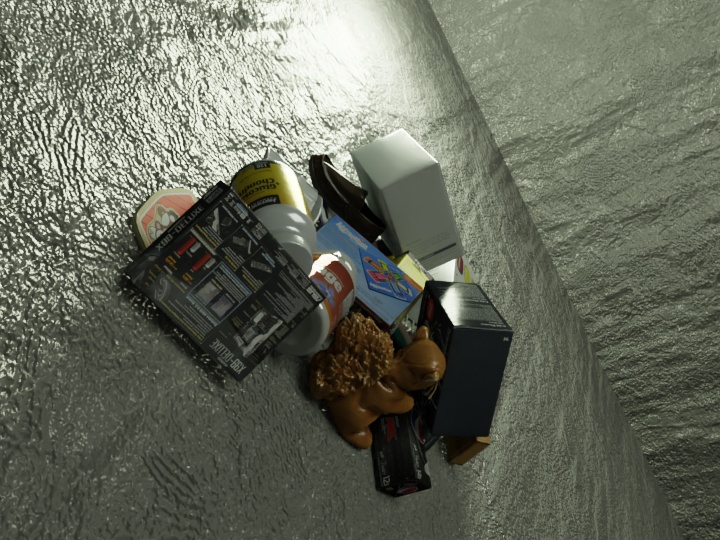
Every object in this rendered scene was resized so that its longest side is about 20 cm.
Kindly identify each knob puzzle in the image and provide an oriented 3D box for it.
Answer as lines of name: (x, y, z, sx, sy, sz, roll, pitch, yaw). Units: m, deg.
knob puzzle: (-0.218, -0.029, 1.010, 0.220, 0.030, 0.221, 46, 31, -38)

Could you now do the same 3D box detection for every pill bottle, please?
pill bottle: (-0.123, -0.064, 1.080, 0.112, 0.112, 0.201, 46, 14, -37)
pill bottle: (-0.072, 0.038, 1.154, 0.113, 0.112, 0.200, 61, 24, -10)

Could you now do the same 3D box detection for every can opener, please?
can opener: (0.134, 0.297, 1.431, 0.200, 0.078, 0.064, -35, 139, -63)

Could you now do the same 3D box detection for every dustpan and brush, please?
dustpan and brush: (-0.119, -0.094, 1.235, 0.139, 0.057, 0.201, 41, 53, -35)

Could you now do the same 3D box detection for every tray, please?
tray: (0.203, 0.273, 1.527, 0.037, 0.099, 0.201, 16, 47, -23)

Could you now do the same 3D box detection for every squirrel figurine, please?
squirrel figurine: (0.029, 0.154, 1.161, 0.200, 0.186, 0.142, 43, 32, -43)

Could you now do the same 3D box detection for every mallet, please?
mallet: (0.054, 0.020, 1.541, 0.041, 0.065, 0.202, 43, 47, -53)

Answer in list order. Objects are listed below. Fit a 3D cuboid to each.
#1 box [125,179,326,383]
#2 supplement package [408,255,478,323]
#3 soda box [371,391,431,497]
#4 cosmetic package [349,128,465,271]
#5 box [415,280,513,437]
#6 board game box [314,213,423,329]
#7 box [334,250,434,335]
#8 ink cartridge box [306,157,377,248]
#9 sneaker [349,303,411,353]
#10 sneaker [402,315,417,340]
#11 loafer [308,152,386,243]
box: (-0.159, 0.017, 0.939, 0.200, 0.158, 0.050, 50, -8, -31)
supplement package: (0.166, 0.044, 1.552, 0.114, 0.109, 0.200, 60, 22, -22)
soda box: (0.062, 0.265, 1.272, 0.063, 0.070, 0.201, 44, 32, -50)
cosmetic package: (0.086, -0.130, 1.448, 0.200, 0.122, 0.201, -122, -170, -58)
box: (0.161, 0.144, 1.287, 0.182, 0.103, 0.202, -115, -149, -65)
board game box: (0.000, 0.000, 1.284, 0.200, 0.019, 0.103, 41, 57, 9)
box: (0.044, 0.057, 1.316, 0.075, 0.050, 0.200, 47, 55, -11)
ink cartridge box: (-0.038, -0.086, 1.430, 0.200, 0.040, 0.201, 29, 42, -52)
sneaker: (0.025, 0.094, 1.357, 0.201, 0.071, 0.080, 54, 29, -16)
sneaker: (0.101, 0.106, 1.431, 0.076, 0.115, 0.201, -49, 116, -39)
loafer: (-0.019, -0.135, 1.377, 0.200, 0.071, 0.073, 54, 26, -22)
